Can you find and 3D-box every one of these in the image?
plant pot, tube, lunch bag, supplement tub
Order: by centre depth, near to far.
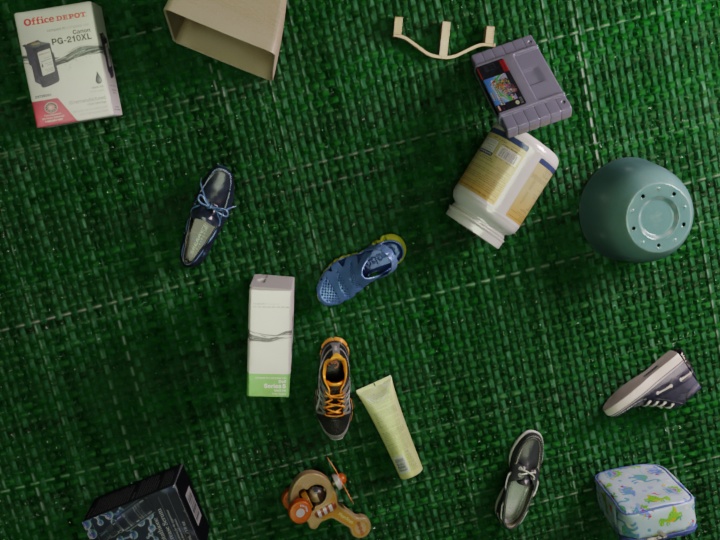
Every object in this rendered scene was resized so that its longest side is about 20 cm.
[{"bbox_3d":[-0.216,-0.475,1.552,0.196,0.200,0.180,20,86,-6],"label":"plant pot"},{"bbox_3d":[0.261,-0.158,1.645,0.143,0.144,0.202,32,96,-8],"label":"supplement tub"},{"bbox_3d":[0.531,-0.106,1.660,0.196,0.161,0.205,-1,100,-3],"label":"plant pot"},{"bbox_3d":[0.559,0.455,1.731,0.157,0.200,0.084,-11,101,-2],"label":"lunch bag"},{"bbox_3d":[0.065,0.315,1.761,0.058,0.051,0.203,-29,98,-40],"label":"tube"}]

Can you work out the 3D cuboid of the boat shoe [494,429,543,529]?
[{"bbox_3d":[0.328,0.426,1.784,0.074,0.060,0.204,12,98,-5],"label":"boat shoe"}]

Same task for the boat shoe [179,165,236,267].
[{"bbox_3d":[-0.284,-0.096,1.661,0.083,0.069,0.204,15,98,-6],"label":"boat shoe"}]

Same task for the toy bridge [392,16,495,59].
[{"bbox_3d":[0.157,-0.432,1.654,0.196,0.027,0.069,5,101,-4],"label":"toy bridge"}]

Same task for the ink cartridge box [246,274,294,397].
[{"bbox_3d":[-0.169,0.120,1.664,0.082,0.146,0.205,2,100,-4],"label":"ink cartridge box"}]

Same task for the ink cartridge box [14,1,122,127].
[{"bbox_3d":[-0.527,-0.371,1.596,0.142,0.084,0.204,-9,100,-2],"label":"ink cartridge box"}]

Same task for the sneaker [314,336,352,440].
[{"bbox_3d":[-0.053,0.237,1.725,0.077,0.077,0.205,-4,101,-4],"label":"sneaker"}]

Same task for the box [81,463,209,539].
[{"bbox_3d":[-0.417,0.498,1.730,0.197,0.107,0.151,-22,100,1],"label":"box"}]

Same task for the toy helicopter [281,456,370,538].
[{"bbox_3d":[-0.053,0.468,1.775,0.199,0.079,0.133,37,86,-19],"label":"toy helicopter"}]

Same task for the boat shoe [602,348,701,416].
[{"bbox_3d":[0.587,0.251,1.762,0.199,0.075,0.093,-37,92,2],"label":"boat shoe"}]

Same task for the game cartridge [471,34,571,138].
[{"bbox_3d":[0.289,-0.339,1.610,0.127,0.039,0.203,-16,56,-3],"label":"game cartridge"}]

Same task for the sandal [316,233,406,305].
[{"bbox_3d":[0.000,0.000,1.686,0.198,0.087,0.080,-35,101,5],"label":"sandal"}]
